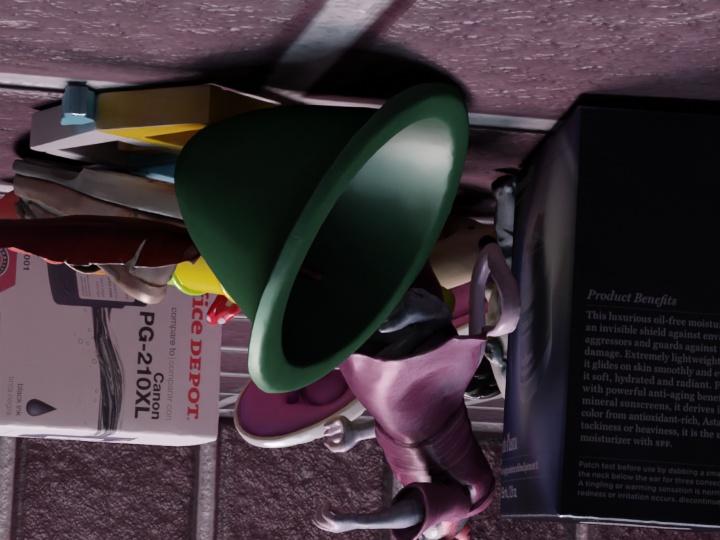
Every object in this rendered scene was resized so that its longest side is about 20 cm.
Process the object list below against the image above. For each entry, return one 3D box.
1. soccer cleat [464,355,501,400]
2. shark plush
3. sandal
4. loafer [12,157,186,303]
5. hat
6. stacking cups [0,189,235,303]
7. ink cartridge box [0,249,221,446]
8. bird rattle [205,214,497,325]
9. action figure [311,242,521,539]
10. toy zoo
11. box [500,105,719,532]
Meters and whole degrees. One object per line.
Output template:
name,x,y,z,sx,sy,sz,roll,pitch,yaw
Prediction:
soccer cleat,0.012,0.029,1.381,0.199,0.069,0.073,26,177,0
shark plush,0.119,0.035,1.220,0.083,0.202,0.091,-15,-172,19
sandal,0.004,0.039,1.302,0.201,0.050,0.083,-30,-141,-10
loafer,-0.147,-0.024,1.118,0.071,0.064,0.200,11,180,-27
hat,-0.070,-0.052,0.983,0.175,0.167,0.200,31,-158,20
stacking cups,-0.140,-0.018,1.215,0.199,0.061,0.060,6,176,36
ink cartridge box,-0.197,0.041,1.407,0.198,0.146,0.084,6,171,-26
bird rattle,0.000,0.000,1.265,0.162,0.114,0.199,-13,-175,-36
action figure,0.036,0.076,1.135,0.148,0.201,0.134,-20,-148,6
toy zoo,-0.077,-0.066,1.065,0.130,0.021,0.199,-4,170,39
box,0.144,0.032,1.066,0.122,0.201,0.200,5,172,-4
